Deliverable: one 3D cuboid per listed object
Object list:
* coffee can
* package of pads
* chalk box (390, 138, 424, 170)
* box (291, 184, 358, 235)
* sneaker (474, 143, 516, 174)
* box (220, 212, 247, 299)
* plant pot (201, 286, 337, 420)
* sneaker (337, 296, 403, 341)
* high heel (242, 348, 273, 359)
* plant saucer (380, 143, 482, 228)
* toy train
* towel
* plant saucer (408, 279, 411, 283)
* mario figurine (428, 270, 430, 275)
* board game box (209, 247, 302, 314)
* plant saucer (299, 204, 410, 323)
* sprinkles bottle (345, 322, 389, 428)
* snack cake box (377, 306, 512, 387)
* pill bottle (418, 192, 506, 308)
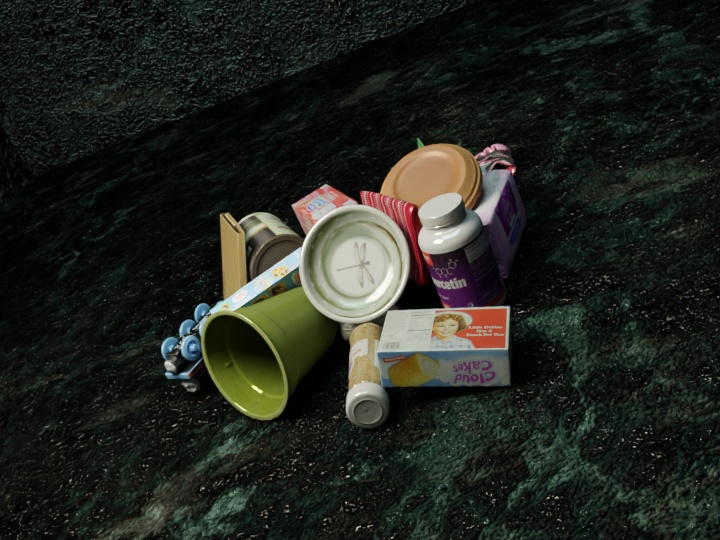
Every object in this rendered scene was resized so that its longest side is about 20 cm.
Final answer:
[{"bbox_3d":[-0.187,-0.028,1.822,0.145,0.148,0.200,-31,26,-11],"label":"coffee can"},{"bbox_3d":[0.240,-0.083,1.565,0.074,0.122,0.201,-9,31,29],"label":"package of pads"},{"bbox_3d":[0.140,-0.159,1.703,0.122,0.202,0.125,-23,25,3],"label":"chalk box"},{"bbox_3d":[-0.066,-0.109,1.919,0.102,0.096,0.200,-31,26,-12],"label":"box"},{"bbox_3d":[0.245,-0.198,1.841,0.197,0.080,0.096,-27,37,0],"label":"sneaker"},{"bbox_3d":[-0.262,-0.002,1.792,0.021,0.204,0.163,-6,20,-20],"label":"box"},{"bbox_3d":[-0.139,0.122,1.488,0.198,0.204,0.189,0,23,41],"label":"plant pot"},{"bbox_3d":[0.013,0.090,1.528,0.199,0.078,0.101,25,82,46],"label":"sneaker"},{"bbox_3d":[-0.180,0.126,1.586,0.199,0.097,0.067,-37,27,-21],"label":"high heel"},{"bbox_3d":[0.122,-0.155,1.555,0.197,0.038,0.203,-15,52,19],"label":"plant saucer"},{"bbox_3d":[-0.291,0.143,1.637,0.086,0.116,0.201,-8,30,37],"label":"toy train"},{"bbox_3d":[0.057,-0.060,1.526,0.022,0.147,0.199,-17,19,-23],"label":"towel"},{"bbox_3d":[0.000,0.000,1.611,0.199,0.198,0.035,22,95,57],"label":"plant saucer"},{"bbox_3d":[0.090,-0.058,1.652,0.104,0.126,0.200,10,1,-10],"label":"mario figurine"},{"bbox_3d":[-0.164,0.061,1.589,0.198,0.152,0.037,-34,59,-6],"label":"board game box"},{"bbox_3d":[-0.007,-0.009,1.483,0.197,0.204,0.050,-20,-11,11],"label":"plant saucer"},{"bbox_3d":[0.013,0.164,1.376,0.067,0.069,0.201,-20,26,11],"label":"sprinkles bottle"},{"bbox_3d":[0.131,0.115,1.309,0.196,0.068,0.116,-2,28,13],"label":"snack cake box"},{"bbox_3d":[0.164,-0.021,1.427,0.111,0.202,0.113,-20,26,10],"label":"pill bottle"}]
